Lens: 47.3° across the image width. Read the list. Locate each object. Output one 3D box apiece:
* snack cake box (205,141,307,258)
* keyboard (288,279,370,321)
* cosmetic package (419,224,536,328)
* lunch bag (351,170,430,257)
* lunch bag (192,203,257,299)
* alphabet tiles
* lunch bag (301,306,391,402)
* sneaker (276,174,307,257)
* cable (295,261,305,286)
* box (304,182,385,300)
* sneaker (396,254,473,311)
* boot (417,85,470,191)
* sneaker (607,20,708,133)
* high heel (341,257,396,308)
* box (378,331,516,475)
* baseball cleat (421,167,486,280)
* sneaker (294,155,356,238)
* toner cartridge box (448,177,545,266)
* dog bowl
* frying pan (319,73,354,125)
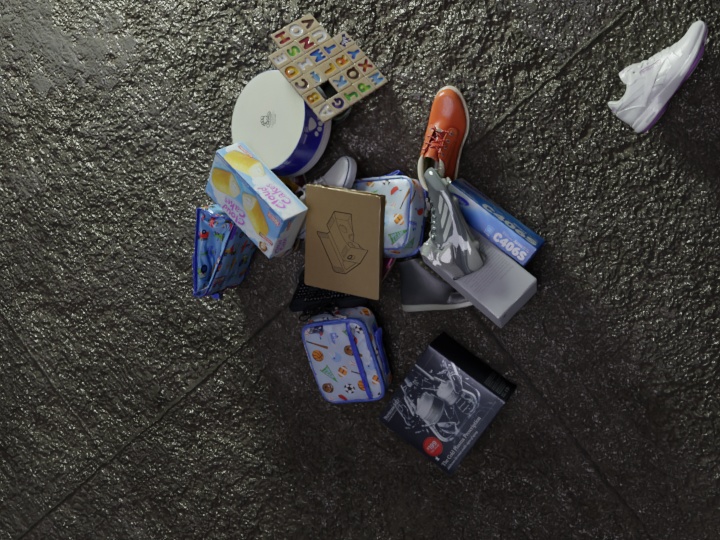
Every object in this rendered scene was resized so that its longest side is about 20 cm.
[{"bbox_3d":[-0.201,-0.135,1.572,0.200,0.067,0.115,45,137,17],"label":"snack cake box"},{"bbox_3d":[-0.063,0.044,1.618,0.200,0.104,0.040,-9,142,36],"label":"keyboard"},{"bbox_3d":[0.215,-0.001,1.506,0.101,0.071,0.200,-45,68,-5],"label":"cosmetic package"},{"bbox_3d":[0.039,-0.106,1.572,0.200,0.076,0.160,0,81,37],"label":"lunch bag"},{"bbox_3d":[-0.277,-0.033,1.706,0.094,0.151,0.200,19,107,18],"label":"lunch bag"},{"bbox_3d":[-0.070,-0.393,1.557,0.200,0.167,0.008,50,156,6],"label":"alphabet tiles"},{"bbox_3d":[-0.024,0.169,1.662,0.160,0.076,0.200,-7,112,27],"label":"lunch bag"},{"bbox_3d":[-0.156,-0.126,1.670,0.075,0.090,0.200,4,103,21],"label":"sneaker"},{"bbox_3d":[-0.082,-0.049,1.688,0.097,0.050,0.200,20,118,26],"label":"cable"},{"bbox_3d":[-0.031,-0.055,1.540,0.163,0.021,0.200,12,110,28],"label":"box"},{"bbox_3d":[0.162,0.017,1.577,0.200,0.075,0.106,-9,99,25],"label":"sneaker"},{"bbox_3d":[0.150,-0.239,1.513,0.075,0.107,0.200,9,103,22],"label":"boot"},{"bbox_3d":[0.493,-0.332,1.367,0.100,0.075,0.200,36,112,10],"label":"sneaker"},{"bbox_3d":[0.000,0.000,1.647,0.096,0.067,0.200,37,126,0],"label":"high heel"},{"bbox_3d":[0.169,0.259,1.611,0.182,0.104,0.200,36,112,13],"label":"box"},{"bbox_3d":[0.141,-0.079,1.452,0.106,0.070,0.200,-28,85,3],"label":"baseball cleat"},{"bbox_3d":[-0.085,-0.143,1.589,0.200,0.071,0.073,-51,44,21],"label":"sneaker"},{"bbox_3d":[0.241,-0.092,1.512,0.200,0.095,0.043,38,111,10],"label":"toner cartridge box"},{"bbox_3d":[-0.157,-0.286,1.609,0.200,0.079,0.200,-3,85,37],"label":"dog bowl"},{"bbox_3d":[-0.078,-0.364,1.620,0.190,0.031,0.115,47,116,24],"label":"frying pan"}]
